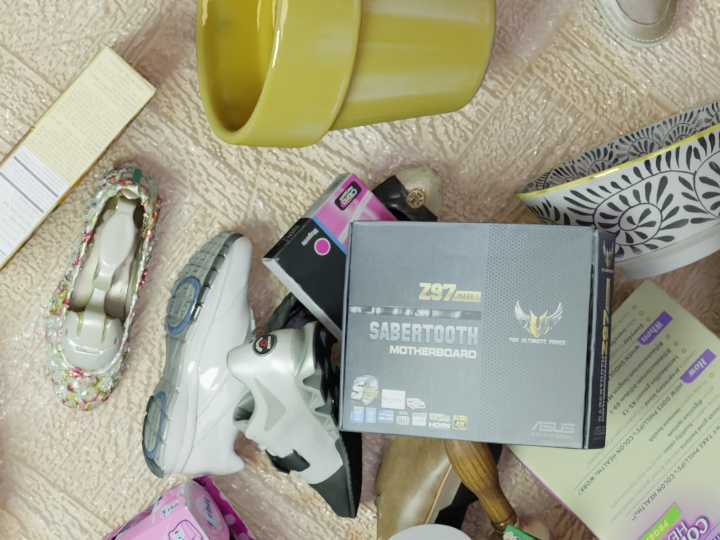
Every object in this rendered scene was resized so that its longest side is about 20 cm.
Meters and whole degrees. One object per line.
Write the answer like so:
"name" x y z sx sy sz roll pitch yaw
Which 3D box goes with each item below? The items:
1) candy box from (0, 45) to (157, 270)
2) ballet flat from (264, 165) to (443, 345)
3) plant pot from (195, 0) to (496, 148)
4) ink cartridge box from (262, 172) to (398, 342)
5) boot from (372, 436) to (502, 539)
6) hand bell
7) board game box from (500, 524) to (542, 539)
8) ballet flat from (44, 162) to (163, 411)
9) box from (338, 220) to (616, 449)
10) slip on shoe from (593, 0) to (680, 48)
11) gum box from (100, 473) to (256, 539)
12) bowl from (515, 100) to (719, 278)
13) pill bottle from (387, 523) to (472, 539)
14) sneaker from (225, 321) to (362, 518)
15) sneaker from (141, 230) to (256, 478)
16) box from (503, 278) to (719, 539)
"candy box" -0.238 -0.079 1.414 0.055 0.115 0.200 41 90 -8
"ballet flat" 0.000 0.000 1.478 0.066 0.057 0.200 40 85 -6
"plant pot" -0.008 -0.189 1.404 0.187 0.200 0.203 3 95 -23
"ink cartridge box" 0.024 0.028 1.451 0.095 0.037 0.200 -47 106 -13
"boot" 0.038 0.205 1.510 0.075 0.073 0.201 31 99 27
"hand bell" 0.110 0.187 1.453 0.103 0.104 0.201 -29 121 -3
"board game box" 0.147 0.284 1.419 0.199 0.029 0.136 30 86 -44
"ballet flat" -0.204 0.015 1.454 0.075 0.064 0.202 12 94 -9
"box" 0.084 0.045 1.364 0.198 0.051 0.160 3 88 24
"slip on shoe" 0.216 -0.277 1.478 0.075 0.061 0.202 -6 96 -6
"gum box" -0.120 0.267 1.468 0.113 0.066 0.201 -32 99 20
"bowl" 0.226 -0.054 1.423 0.199 0.201 0.095 -23 97 -4
"pill bottle" 0.062 0.298 1.451 0.110 0.112 0.202 -12 125 -6
"sneaker" -0.051 0.120 1.458 0.088 0.074 0.201 -8 130 12
"sneaker" -0.113 0.068 1.476 0.086 0.074 0.202 11 98 -23
"box" 0.242 0.143 1.452 0.176 0.097 0.200 -46 57 -1
